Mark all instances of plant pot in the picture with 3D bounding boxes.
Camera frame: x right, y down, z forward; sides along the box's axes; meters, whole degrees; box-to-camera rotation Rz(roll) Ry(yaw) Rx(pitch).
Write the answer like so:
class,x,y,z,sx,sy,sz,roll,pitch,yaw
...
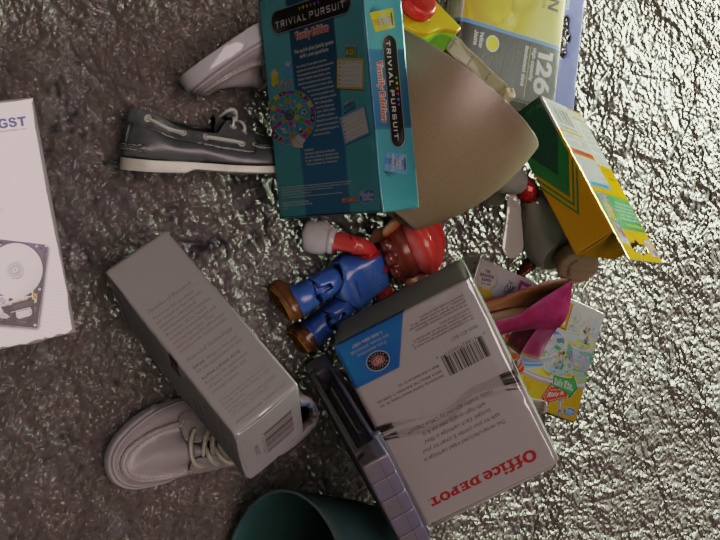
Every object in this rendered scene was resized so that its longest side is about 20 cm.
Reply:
class,x,y,z,sx,sy,sz,roll,pitch,yaw
plant pot,-0.016,0.319,0.957,0.159,0.199,0.205,12,87,-41
plant pot,0.053,-0.121,0.950,0.199,0.200,0.136,36,90,-25

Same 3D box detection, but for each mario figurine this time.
class,x,y,z,sx,sy,sz,roll,pitch,yaw
mario figurine,0.000,0.000,1.027,0.198,0.124,0.107,-31,63,-16

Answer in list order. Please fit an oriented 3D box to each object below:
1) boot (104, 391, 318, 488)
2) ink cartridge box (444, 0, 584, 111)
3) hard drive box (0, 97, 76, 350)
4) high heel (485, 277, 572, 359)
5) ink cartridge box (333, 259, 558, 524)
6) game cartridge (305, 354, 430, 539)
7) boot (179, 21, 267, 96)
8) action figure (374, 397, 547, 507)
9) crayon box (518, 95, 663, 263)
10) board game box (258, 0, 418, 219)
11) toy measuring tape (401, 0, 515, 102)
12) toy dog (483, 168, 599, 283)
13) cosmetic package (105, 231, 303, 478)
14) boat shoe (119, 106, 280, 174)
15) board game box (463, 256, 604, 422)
class,x,y,z,sx,sy,sz,roll,pitch,yaw
boot,-0.137,0.154,0.924,0.197,0.095,0.075,-22,102,-26
ink cartridge box,0.187,-0.286,1.121,0.196,0.047,0.202,7,88,-26
hard drive box,-0.339,-0.032,0.826,0.153,0.076,0.205,-13,98,-28
high heel,0.147,0.033,1.049,0.197,0.067,0.098,17,102,-32
ink cartridge box,0.082,0.117,0.947,0.144,0.084,0.203,-26,101,6
game cartridge,0.009,0.174,0.923,0.038,0.200,0.131,-32,117,-5
boot,-0.075,-0.196,0.963,0.198,0.073,0.097,-34,100,-24
action figure,0.081,0.176,1.072,0.191,0.105,0.202,26,111,-18
crayon box,0.247,-0.085,1.080,0.125,0.051,0.203,4,57,-57
board game box,-0.022,-0.152,0.875,0.046,0.149,0.205,-9,97,-40
toy measuring tape,0.074,-0.234,1.026,0.200,0.074,0.074,46,71,2
toy dog,0.177,-0.053,1.100,0.096,0.133,0.200,-38,109,20
cosmetic package,-0.137,0.073,0.869,0.074,0.102,0.200,-36,64,-21
boat shoe,-0.131,-0.124,0.939,0.196,0.073,0.063,-2,97,-23
board game box,0.185,0.082,1.140,0.197,0.034,0.137,21,82,-28
